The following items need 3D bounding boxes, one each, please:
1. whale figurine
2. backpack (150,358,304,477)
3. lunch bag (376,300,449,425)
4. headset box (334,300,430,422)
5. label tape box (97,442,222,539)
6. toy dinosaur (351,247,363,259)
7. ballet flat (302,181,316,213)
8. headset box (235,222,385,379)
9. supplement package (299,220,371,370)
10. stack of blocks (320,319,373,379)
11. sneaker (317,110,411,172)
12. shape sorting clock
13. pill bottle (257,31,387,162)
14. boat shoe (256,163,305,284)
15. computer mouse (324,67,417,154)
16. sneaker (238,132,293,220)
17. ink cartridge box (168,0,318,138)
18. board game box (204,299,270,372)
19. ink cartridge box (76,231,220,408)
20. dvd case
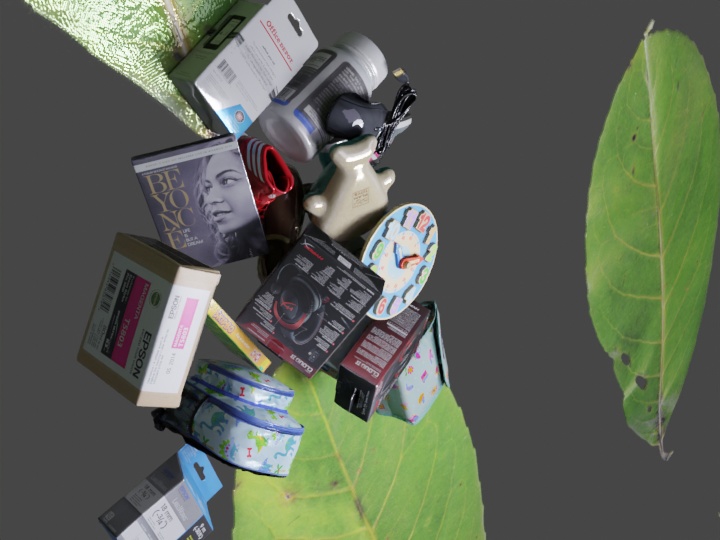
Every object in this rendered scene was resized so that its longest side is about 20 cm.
[{"bbox_3d":[-0.025,-0.138,1.317,0.159,0.104,0.200,-22,145,-18],"label":"whale figurine"},{"bbox_3d":[-0.188,0.228,1.338,0.183,0.200,0.147,24,89,-48],"label":"backpack"},{"bbox_3d":[0.107,0.177,1.694,0.200,0.122,0.171,-42,132,-37],"label":"lunch bag"},{"bbox_3d":[0.031,0.157,1.476,0.200,0.075,0.149,-51,165,-31],"label":"headset box"},{"bbox_3d":[-0.306,0.392,1.392,0.200,0.063,0.144,-40,133,-27],"label":"label tape box"},{"bbox_3d":[0.000,0.000,1.386,0.200,0.047,0.088,-14,106,-42],"label":"toy dinosaur"},{"bbox_3d":[-0.032,-0.119,1.448,0.200,0.067,0.046,6,129,-43],"label":"ballet flat"},{"bbox_3d":[-0.082,0.054,1.290,0.200,0.149,0.075,-51,-174,18],"label":"headset box"},{"bbox_3d":[-0.059,0.039,1.456,0.200,0.111,0.156,-58,139,-12],"label":"supplement package"},{"bbox_3d":[-0.014,0.103,1.574,0.200,0.059,0.115,-58,139,-10],"label":"stack of blocks"},{"bbox_3d":[0.013,-0.192,1.448,0.200,0.084,0.121,-27,124,-33],"label":"sneaker"},{"bbox_3d":[0.063,-0.013,1.378,0.200,0.039,0.201,-27,126,-44],"label":"shape sorting clock"},{"bbox_3d":[-0.055,-0.272,1.316,0.200,0.114,0.114,-47,136,-20],"label":"pill bottle"},{"bbox_3d":[-0.124,-0.065,1.350,0.074,0.075,0.203,2,109,-9],"label":"boat shoe"},{"bbox_3d":[0.030,-0.248,1.307,0.141,0.046,0.200,-61,155,10],"label":"computer mouse"},{"bbox_3d":[-0.163,-0.099,1.279,0.078,0.115,0.201,-20,121,-40],"label":"sneaker"},{"bbox_3d":[-0.163,-0.302,1.222,0.200,0.068,0.116,-52,137,-17],"label":"ink cartridge box"},{"bbox_3d":[-0.220,0.081,1.316,0.030,0.095,0.200,-52,137,-14],"label":"board game box"},{"bbox_3d":[-0.296,0.066,1.176,0.075,0.165,0.201,13,97,-49],"label":"ink cartridge box"},{"bbox_3d":[-0.227,-0.091,1.229,0.148,0.016,0.200,-14,124,-2],"label":"dvd case"}]
